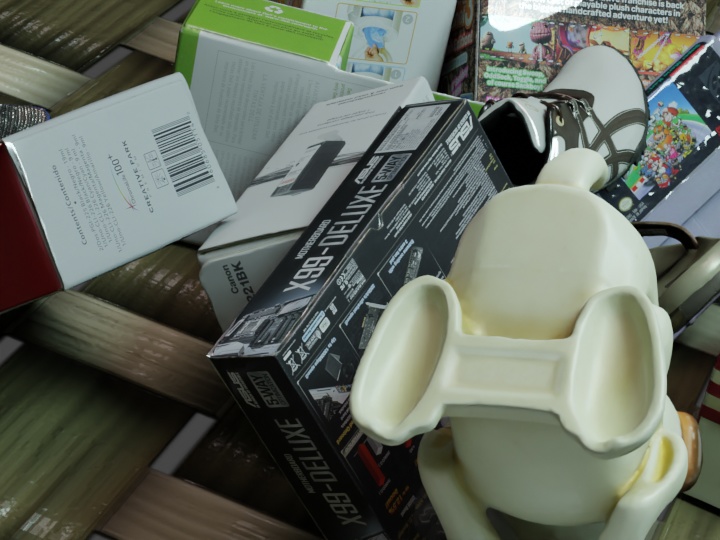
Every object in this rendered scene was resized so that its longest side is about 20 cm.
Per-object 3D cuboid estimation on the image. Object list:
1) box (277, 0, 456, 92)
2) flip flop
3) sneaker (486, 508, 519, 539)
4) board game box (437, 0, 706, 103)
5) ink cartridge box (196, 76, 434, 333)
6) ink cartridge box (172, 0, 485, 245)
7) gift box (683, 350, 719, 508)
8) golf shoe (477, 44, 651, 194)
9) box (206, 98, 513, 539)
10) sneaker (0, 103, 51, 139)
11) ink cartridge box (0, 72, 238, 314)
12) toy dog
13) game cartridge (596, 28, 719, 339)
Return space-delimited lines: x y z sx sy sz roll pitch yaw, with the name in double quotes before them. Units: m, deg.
"box" -0.003 -0.154 1.337 0.100 0.202 0.113 5 30 -12
"flip flop" 0.157 0.002 1.129 0.058 0.081 0.200 43 -8 -4
"sneaker" 0.103 0.091 1.106 0.088 0.075 0.200 24 33 15
"board game box" 0.136 -0.117 1.313 0.158 0.202 0.097 4 -5 -14
"ink cartridge box" 0.000 0.000 1.132 0.083 0.145 0.200 -12 23 26
"ink cartridge box" -0.023 -0.079 1.262 0.198 0.149 0.076 14 30 1
"gift box" 0.305 0.056 1.121 0.185 0.201 0.185 24 39 16
"golf shoe" 0.116 -0.081 1.178 0.077 0.095 0.201 2 46 28
"box" 0.026 0.035 1.021 0.049 0.158 0.200 -3 39 42
"sneaker" -0.291 -0.098 1.266 0.198 0.079 0.076 3 33 -14
"ink cartridge box" -0.199 -0.019 1.065 0.199 0.085 0.175 -18 6 45
"toy dog" 0.090 0.063 0.945 0.138 0.201 0.196 -5 55 16
"game cartridge" 0.211 -0.056 1.261 0.200 0.130 0.038 -42 10 -14
